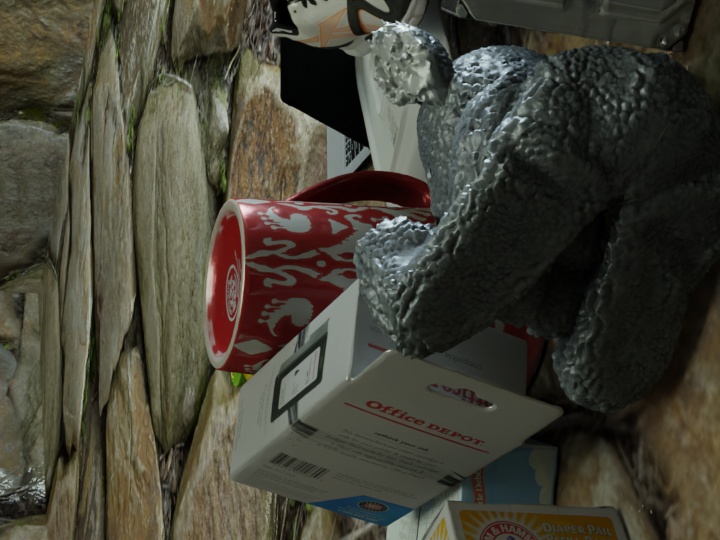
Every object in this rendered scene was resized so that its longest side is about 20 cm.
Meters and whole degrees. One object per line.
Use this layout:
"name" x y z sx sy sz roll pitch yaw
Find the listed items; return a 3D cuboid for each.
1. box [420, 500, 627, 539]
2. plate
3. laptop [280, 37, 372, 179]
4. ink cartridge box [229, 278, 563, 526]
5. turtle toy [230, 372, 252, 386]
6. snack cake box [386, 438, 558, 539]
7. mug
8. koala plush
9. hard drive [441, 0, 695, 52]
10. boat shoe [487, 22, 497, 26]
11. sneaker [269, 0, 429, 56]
"box" 0.095 0.232 0.737 0.201 0.111 0.102 -102 26 -42
"plate" 0.027 -0.150 1.071 0.200 0.032 0.202 103 159 -58
"laptop" -0.045 -0.188 1.237 0.200 0.115 0.189 139 133 -63
"ink cartridge box" 0.018 0.074 0.810 0.200 0.115 0.068 -42 35 50
"turtle toy" -0.065 0.051 1.253 0.146 0.100 0.202 -127 45 -62
"snack cake box" 0.064 0.202 0.898 0.115 0.067 0.202 -173 89 -68
"mug" -0.001 0.012 0.933 0.178 0.198 0.135 -138 55 -66
"koala plush" 0.091 -0.061 0.760 0.185 0.176 0.200 -61 27 21
"hard drive" 0.125 -0.222 0.724 0.038 0.138 0.202 -131 50 -64
"boat shoe" 0.088 -0.223 0.954 0.072 0.076 0.200 -42 24 13
"sneaker" -0.009 -0.194 0.973 0.200 0.079 0.075 152 118 -69
